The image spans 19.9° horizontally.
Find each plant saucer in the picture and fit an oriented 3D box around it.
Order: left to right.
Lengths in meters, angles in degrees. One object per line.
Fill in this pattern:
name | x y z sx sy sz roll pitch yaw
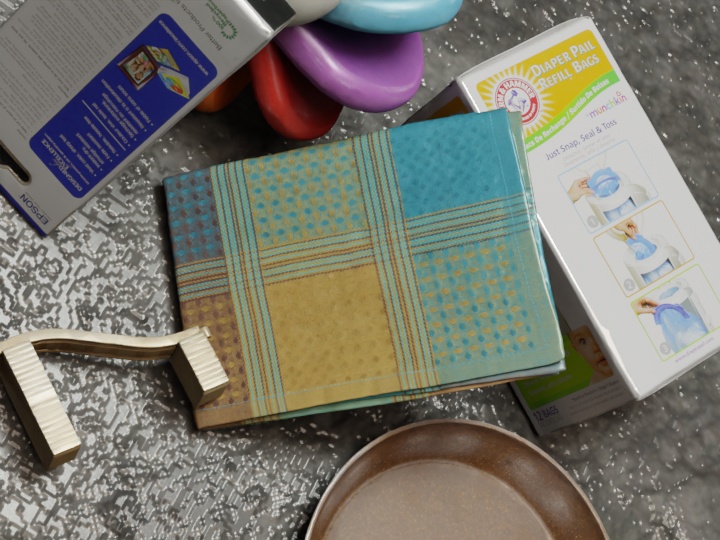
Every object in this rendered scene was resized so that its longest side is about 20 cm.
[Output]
plant saucer | 0.051 0.181 1.110 0.200 0.034 0.200 8 71 -26

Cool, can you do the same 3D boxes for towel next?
towel | 0.000 0.000 1.082 0.200 0.022 0.147 -11 77 11

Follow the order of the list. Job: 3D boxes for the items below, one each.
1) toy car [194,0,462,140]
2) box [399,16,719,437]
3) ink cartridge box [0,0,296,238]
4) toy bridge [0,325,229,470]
toy car | -0.029 -0.145 1.079 0.150 0.200 0.175 59 39 -11
box | 0.115 -0.024 1.160 0.101 0.112 0.200 -28 88 -29
ink cartridge box | -0.128 -0.104 1.022 0.095 0.200 0.037 49 36 -6
toy bridge | -0.163 0.066 1.033 0.200 0.027 0.067 -22 74 -26
